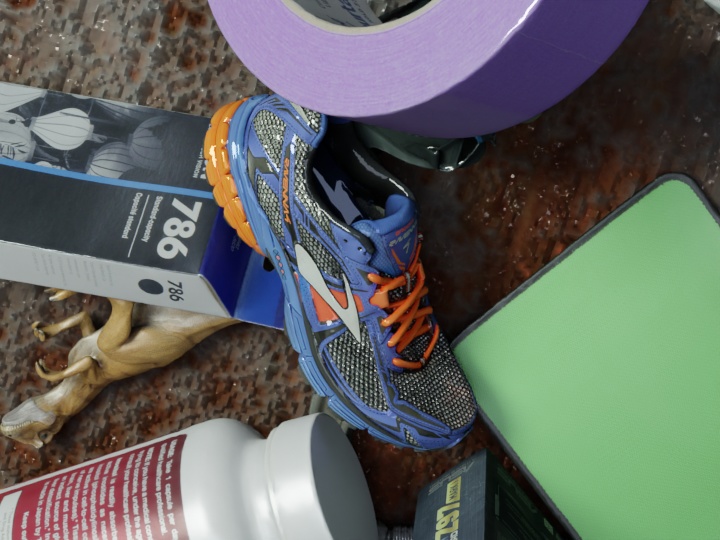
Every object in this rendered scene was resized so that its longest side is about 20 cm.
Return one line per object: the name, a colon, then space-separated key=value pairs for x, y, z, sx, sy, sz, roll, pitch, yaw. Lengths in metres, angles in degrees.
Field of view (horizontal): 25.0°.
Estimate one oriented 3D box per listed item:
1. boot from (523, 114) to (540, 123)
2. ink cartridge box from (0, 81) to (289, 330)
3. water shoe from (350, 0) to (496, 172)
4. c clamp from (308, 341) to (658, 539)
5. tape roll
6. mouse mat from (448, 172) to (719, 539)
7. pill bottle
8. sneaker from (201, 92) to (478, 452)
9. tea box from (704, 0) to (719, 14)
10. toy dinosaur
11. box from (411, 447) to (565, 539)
boot: x=0.142 y=-0.154 z=0.777 sx=0.130 sy=0.068 sz=0.201 roll=15 pitch=102 yaw=-2
ink cartridge box: x=-0.123 y=-0.036 z=0.811 sx=0.199 sy=0.039 sz=0.100 roll=10 pitch=56 yaw=4
water shoe: x=0.048 y=-0.089 z=0.745 sx=0.071 sy=0.200 sz=0.079 roll=-32 pitch=101 yaw=-22
c clamp: x=0.066 y=0.121 z=0.848 sx=0.199 sy=0.027 sz=0.172 roll=9 pitch=101 yaw=5
tape roll: x=0.026 y=-0.156 z=0.635 sx=0.199 sy=0.065 sz=0.202 roll=-4 pitch=83 yaw=38
mouse mat: x=0.159 y=0.072 z=0.828 sx=0.161 sy=0.008 sz=0.200 roll=-37 pitch=92 yaw=2
pill bottle: x=-0.098 y=0.142 z=0.820 sx=0.199 sy=0.113 sz=0.114 roll=-19 pitch=97 yaw=15
sneaker: x=0.000 y=0.000 z=0.780 sx=0.078 sy=0.075 sz=0.201 roll=-23 pitch=104 yaw=43
tea box: x=0.279 y=-0.092 z=0.682 sx=0.196 sy=0.200 sz=0.134 roll=38 pitch=101 yaw=-15
toy dinosaur: x=-0.104 y=0.027 z=0.847 sx=0.199 sy=0.061 sz=0.107 roll=-22 pitch=119 yaw=16
box: x=0.100 y=0.201 z=0.774 sx=0.051 sy=0.158 sz=0.200 roll=-37 pitch=104 yaw=15
